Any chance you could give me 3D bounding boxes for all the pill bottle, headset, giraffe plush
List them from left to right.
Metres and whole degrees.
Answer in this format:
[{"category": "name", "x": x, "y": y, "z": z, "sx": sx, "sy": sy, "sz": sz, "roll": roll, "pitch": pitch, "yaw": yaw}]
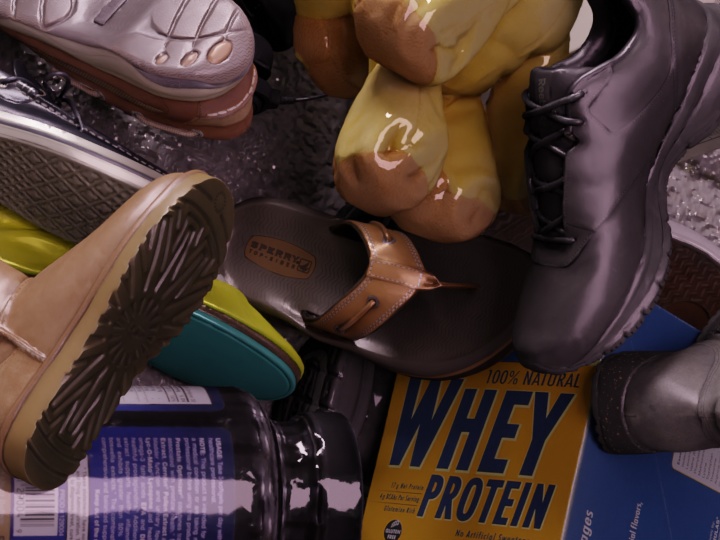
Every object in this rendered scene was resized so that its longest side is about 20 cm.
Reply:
[{"category": "pill bottle", "x": -0.105, "y": 0.112, "z": 1.021, "sx": 0.199, "sy": 0.112, "sz": 0.112, "roll": 2, "pitch": 82, "yaw": -16}, {"category": "headset", "x": -0.065, "y": -0.125, "z": 1.128, "sx": 0.200, "sy": 0.094, "sz": 0.124, "roll": 32, "pitch": 73, "yaw": -3}, {"category": "giraffe plush", "x": 0.022, "y": -0.131, "z": 1.036, "sx": 0.172, "sy": 0.162, "sz": 0.201, "roll": 19, "pitch": 95, "yaw": -52}]

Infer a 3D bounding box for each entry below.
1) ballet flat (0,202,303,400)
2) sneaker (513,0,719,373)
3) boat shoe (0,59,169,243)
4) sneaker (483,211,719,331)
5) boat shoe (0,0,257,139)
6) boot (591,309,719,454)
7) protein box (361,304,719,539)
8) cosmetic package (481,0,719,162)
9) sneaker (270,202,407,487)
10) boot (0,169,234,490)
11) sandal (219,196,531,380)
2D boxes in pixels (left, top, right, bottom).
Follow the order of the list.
[{"category": "ballet flat", "x": -0.117, "y": 0.008, "z": 1.077, "sx": 0.199, "sy": 0.067, "sz": 0.067, "roll": 18, "pitch": 54, "yaw": -21}, {"category": "sneaker", "x": 0.107, "y": -0.050, "z": 0.982, "sx": 0.091, "sy": 0.076, "sz": 0.201, "roll": 28, "pitch": 76, "yaw": -33}, {"category": "boat shoe", "x": -0.170, "y": -0.070, "z": 1.029, "sx": 0.199, "sy": 0.075, "sz": 0.062, "roll": 23, "pitch": 54, "yaw": 6}, {"category": "sneaker", "x": 0.152, "y": -0.014, "z": 1.188, "sx": 0.200, "sy": 0.085, "sz": 0.073, "roll": 34, "pitch": 108, "yaw": -4}, {"category": "boat shoe", "x": -0.132, "y": -0.119, "z": 1.041, "sx": 0.076, "sy": 0.200, "sz": 0.072, "roll": -44, "pitch": 146, "yaw": -21}, {"category": "boot", "x": 0.217, "y": 0.056, "z": 1.012, "sx": 0.200, "sy": 0.130, "sz": 0.068, "roll": -16, "pitch": 100, "yaw": -46}, {"category": "protein box", "x": 0.120, "y": 0.130, "z": 1.100, "sx": 0.200, "sy": 0.135, "sz": 0.199, "roll": 28, "pitch": 70, "yaw": -42}, {"category": "cosmetic package", "x": 0.153, "y": -0.114, "z": 1.149, "sx": 0.105, "sy": 0.200, "sz": 0.071, "roll": 35, "pitch": 68, "yaw": -19}, {"category": "sneaker", "x": 0.021, "y": 0.026, "z": 1.143, "sx": 0.091, "sy": 0.076, "sz": 0.201, "roll": 25, "pitch": 81, "yaw": -28}, {"category": "boot", "x": -0.183, "y": -0.007, "z": 0.974, "sx": 0.175, "sy": 0.200, "sz": 0.066, "roll": -54, "pitch": 150, "yaw": -21}, {"category": "sandal", "x": 0.000, "y": 0.000, "z": 1.068, "sx": 0.082, "sy": 0.199, "sz": 0.055, "roll": -66, "pitch": 151, "yaw": -8}]
